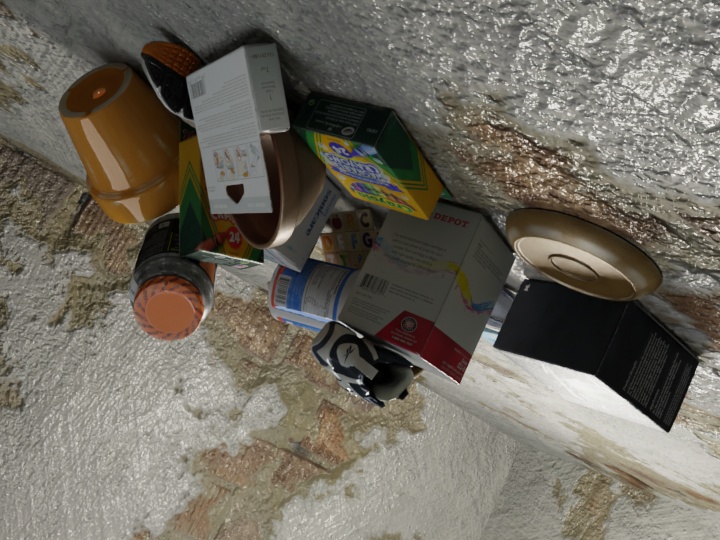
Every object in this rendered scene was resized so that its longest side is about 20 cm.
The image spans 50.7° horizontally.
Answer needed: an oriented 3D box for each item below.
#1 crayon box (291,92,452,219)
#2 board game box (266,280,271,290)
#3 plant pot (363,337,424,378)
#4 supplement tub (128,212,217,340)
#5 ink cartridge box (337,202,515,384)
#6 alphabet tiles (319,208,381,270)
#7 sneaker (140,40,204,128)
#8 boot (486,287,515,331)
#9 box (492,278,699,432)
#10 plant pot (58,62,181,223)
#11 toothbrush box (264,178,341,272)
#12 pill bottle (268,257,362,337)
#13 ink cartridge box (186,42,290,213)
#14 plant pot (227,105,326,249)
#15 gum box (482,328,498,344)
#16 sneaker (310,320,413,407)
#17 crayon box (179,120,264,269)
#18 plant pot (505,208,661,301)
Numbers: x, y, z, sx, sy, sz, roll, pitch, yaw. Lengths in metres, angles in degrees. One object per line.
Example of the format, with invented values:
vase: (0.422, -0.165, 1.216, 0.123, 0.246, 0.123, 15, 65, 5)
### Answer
crayon box: (0.020, -0.128, 0.923, 0.125, 0.052, 0.200, 21, 168, 34)
board game box: (-0.063, 0.018, 1.442, 0.197, 0.047, 0.151, -19, 172, 6)
plant pot: (0.102, 0.082, 1.352, 0.185, 0.189, 0.199, 21, -160, 31)
supplement tub: (-0.275, 0.008, 1.128, 0.122, 0.123, 0.201, 31, -159, -21)
ink cartridge box: (0.095, 0.022, 1.039, 0.144, 0.202, 0.144, 20, 170, 36)
alphabet tiles: (0.000, 0.000, 1.257, 0.006, 0.203, 0.165, -20, -166, -41)
sneaker: (-0.234, -0.234, 1.014, 0.091, 0.076, 0.200, 26, 169, 34)
boot: (0.184, 0.036, 1.215, 0.198, 0.073, 0.090, 27, 175, 6)
box: (0.338, 0.119, 1.098, 0.196, 0.125, 0.199, 36, 167, -30)
plant pot: (-0.362, -0.209, 1.179, 0.198, 0.201, 0.184, 20, 152, 34)
toothbrush box: (-0.151, -0.101, 1.215, 0.198, 0.148, 0.085, 20, 167, 38)
pill bottle: (-0.038, 0.048, 1.209, 0.197, 0.114, 0.112, 14, 165, 21)
ink cartridge box: (-0.140, -0.158, 0.889, 0.043, 0.176, 0.199, -15, -169, -29)
plant pot: (-0.107, -0.135, 0.974, 0.092, 0.204, 0.200, -13, -167, -31)
gum box: (0.329, 0.142, 1.430, 0.169, 0.045, 0.199, 34, 169, -28)
sneaker: (0.028, 0.149, 1.033, 0.129, 0.080, 0.200, 33, 167, 38)
crayon box: (-0.201, -0.112, 1.100, 0.050, 0.203, 0.126, -13, 165, 35)
plant pot: (0.263, -0.012, 0.924, 0.198, 0.028, 0.200, 28, 170, 5)
